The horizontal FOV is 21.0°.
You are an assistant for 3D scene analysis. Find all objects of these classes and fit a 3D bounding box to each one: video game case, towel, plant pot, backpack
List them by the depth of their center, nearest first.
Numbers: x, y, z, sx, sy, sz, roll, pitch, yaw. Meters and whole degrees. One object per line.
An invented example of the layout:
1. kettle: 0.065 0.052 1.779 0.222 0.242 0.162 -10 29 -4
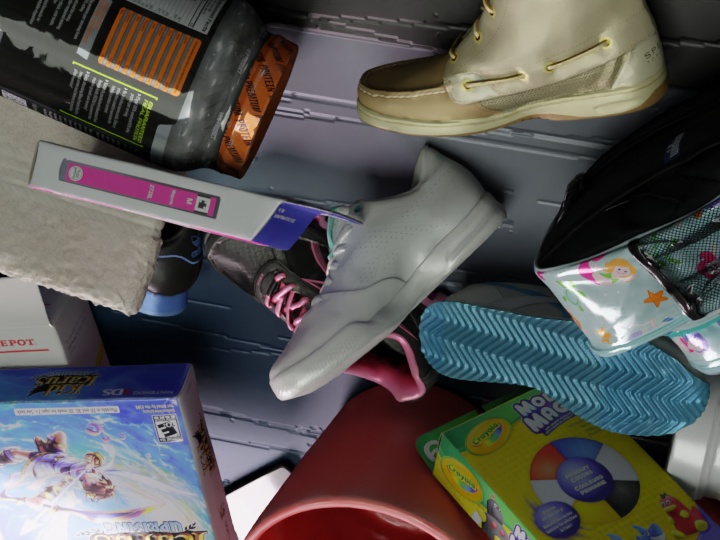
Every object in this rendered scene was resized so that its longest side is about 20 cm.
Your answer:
1. backpack: 0.212 -0.028 1.198 0.200 0.178 0.151 -24 110 34
2. towel: -0.223 -0.056 1.347 0.200 0.034 0.133 18 89 13
3. plant pot: 0.023 0.187 1.405 0.200 0.177 0.201 8 125 11
4. video game case: -0.206 0.156 1.456 0.200 0.045 0.181 -2 126 13

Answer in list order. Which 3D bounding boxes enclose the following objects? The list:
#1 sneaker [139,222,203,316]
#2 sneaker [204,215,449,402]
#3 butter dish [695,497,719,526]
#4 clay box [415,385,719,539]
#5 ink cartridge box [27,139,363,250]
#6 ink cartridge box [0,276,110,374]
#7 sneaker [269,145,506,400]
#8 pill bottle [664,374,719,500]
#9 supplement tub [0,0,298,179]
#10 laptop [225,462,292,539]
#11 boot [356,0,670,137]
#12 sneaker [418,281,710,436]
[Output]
1. sneaker: -0.207 -0.037 1.393 0.200 0.070 0.078 18 116 2
2. sneaker: -0.023 0.027 1.359 0.200 0.095 0.079 27 131 -2
3. butter dish: 0.244 0.227 1.367 0.148 0.200 0.200 -28 113 19
4. clay box: 0.137 0.148 1.295 0.200 0.115 0.048 47 145 31
5. ink cartridge box: -0.105 -0.044 1.255 0.200 0.095 0.037 12 89 12
6. ink cartridge box: -0.257 0.070 1.478 0.117 0.067 0.200 -2 124 16
7. sneaker: 0.000 0.000 1.298 0.088 0.200 0.075 46 165 2
8. pill bottle: 0.311 0.127 1.314 0.200 0.116 0.116 12 127 9
9. supplement tub: -0.149 -0.142 1.259 0.200 0.123 0.123 25 128 -1
10. laptop: -0.076 0.288 1.548 0.187 0.116 0.200 -31 111 31
11. boot: 0.082 -0.166 1.202 0.200 0.073 0.156 -4 124 17
12. sneaker: 0.144 0.050 1.308 0.200 0.081 0.077 18 115 25
